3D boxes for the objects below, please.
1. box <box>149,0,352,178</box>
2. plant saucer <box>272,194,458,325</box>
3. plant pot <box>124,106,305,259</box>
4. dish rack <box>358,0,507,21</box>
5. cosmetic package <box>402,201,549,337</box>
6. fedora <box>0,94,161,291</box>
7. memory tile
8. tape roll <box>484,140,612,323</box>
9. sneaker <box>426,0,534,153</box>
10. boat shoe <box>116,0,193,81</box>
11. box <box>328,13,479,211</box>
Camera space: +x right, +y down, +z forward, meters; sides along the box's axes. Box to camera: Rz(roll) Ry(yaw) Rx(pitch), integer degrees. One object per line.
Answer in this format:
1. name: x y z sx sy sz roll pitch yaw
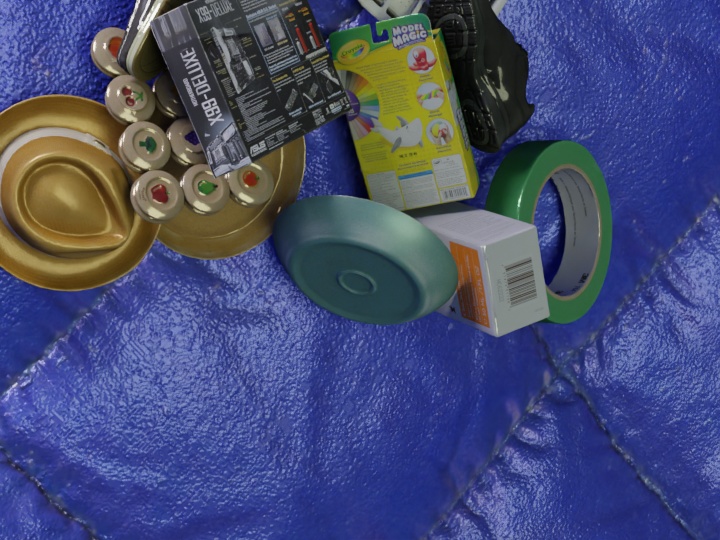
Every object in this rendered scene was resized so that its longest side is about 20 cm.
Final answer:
1. box: -0.101 -0.195 1.627 0.200 0.049 0.159 -36 105 -54
2. plant saucer: 0.000 0.000 1.717 0.200 0.199 0.036 41 51 -29
3. plant pot: -0.149 -0.113 1.706 0.198 0.027 0.202 -7 105 -28
4. dish rack: 0.085 -0.327 1.781 0.171 0.043 0.201 37 82 -29
5. cosmetic package: 0.109 -0.008 1.771 0.071 0.200 0.103 -19 109 -24
6. fedora: -0.275 -0.067 1.596 0.198 0.082 0.203 -4 105 -17
7. memory tile: -0.169 -0.148 1.625 0.152 0.017 0.202 -10 75 -32
8. tape roll: 0.209 -0.043 1.864 0.199 0.048 0.203 -4 95 -51
9. sneaker: 0.130 -0.229 1.770 0.090 0.076 0.202 -33 123 -31
10. boat shoe: -0.187 -0.274 1.619 0.202 0.065 0.072 -65 161 -16
11. box: 0.044 -0.165 1.757 0.116 0.048 0.202 -9 113 17
